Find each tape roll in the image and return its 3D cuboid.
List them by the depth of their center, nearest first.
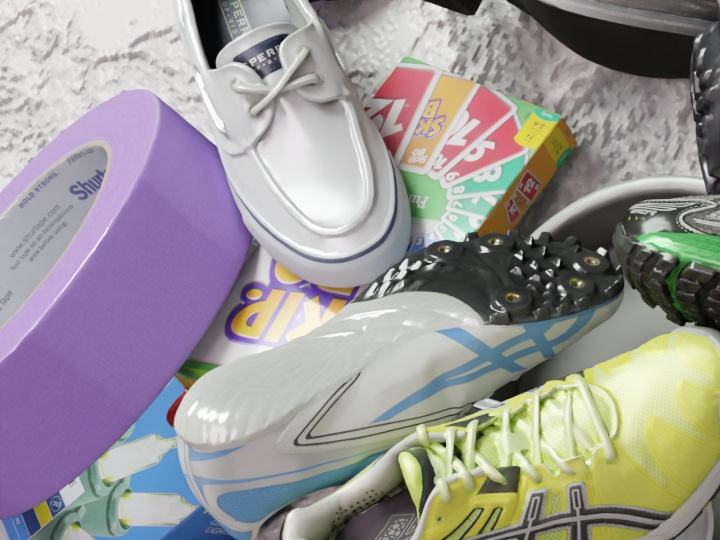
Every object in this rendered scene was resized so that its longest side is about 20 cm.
[{"bbox_3d":[-0.136,0.014,1.258,0.200,0.066,0.200,-43,21,21],"label":"tape roll"}]

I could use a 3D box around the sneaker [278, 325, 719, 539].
[{"bbox_3d":[0.060,0.084,1.063,0.200,0.076,0.075,-34,54,15],"label":"sneaker"}]

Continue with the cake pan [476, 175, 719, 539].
[{"bbox_3d":[0.130,0.062,1.145,0.200,0.037,0.200,-6,80,35],"label":"cake pan"}]

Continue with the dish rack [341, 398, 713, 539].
[{"bbox_3d":[0.037,0.149,1.124,0.172,0.044,0.200,17,80,37],"label":"dish rack"}]

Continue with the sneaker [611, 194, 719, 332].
[{"bbox_3d":[0.196,-0.017,1.059,0.200,0.078,0.085,-2,71,-1],"label":"sneaker"}]

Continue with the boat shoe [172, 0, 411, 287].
[{"bbox_3d":[-0.041,-0.079,1.206,0.074,0.065,0.200,-29,56,-5],"label":"boat shoe"}]

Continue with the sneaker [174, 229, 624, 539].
[{"bbox_3d":[0.018,0.044,1.125,0.200,0.073,0.072,-25,39,-14],"label":"sneaker"}]

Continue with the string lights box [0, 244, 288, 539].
[{"bbox_3d":[-0.094,0.087,1.288,0.200,0.059,0.103,-41,60,23],"label":"string lights box"}]

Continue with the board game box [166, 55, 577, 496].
[{"bbox_3d":[0.000,0.000,1.202,0.095,0.030,0.200,25,73,38],"label":"board game box"}]

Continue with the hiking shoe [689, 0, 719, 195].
[{"bbox_3d":[0.184,-0.112,1.059,0.101,0.200,0.076,0,43,-3],"label":"hiking shoe"}]

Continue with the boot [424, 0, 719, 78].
[{"bbox_3d":[0.101,-0.186,1.184,0.200,0.069,0.174,21,81,18],"label":"boot"}]

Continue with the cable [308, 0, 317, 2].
[{"bbox_3d":[-0.030,-0.204,1.293,0.200,0.051,0.163,7,87,36],"label":"cable"}]
